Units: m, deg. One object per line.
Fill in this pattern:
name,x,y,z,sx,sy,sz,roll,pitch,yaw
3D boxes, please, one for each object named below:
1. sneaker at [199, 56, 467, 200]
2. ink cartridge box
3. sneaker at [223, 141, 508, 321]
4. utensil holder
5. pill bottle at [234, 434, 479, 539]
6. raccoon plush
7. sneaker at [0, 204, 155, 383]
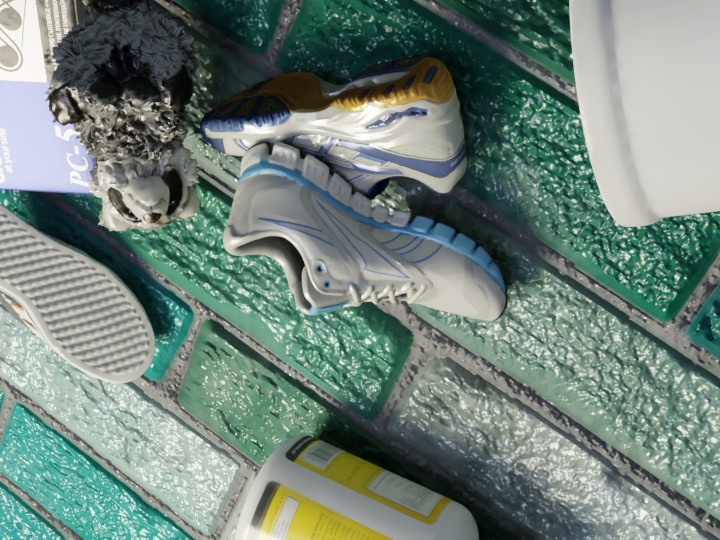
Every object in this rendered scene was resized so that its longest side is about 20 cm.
sneaker,-0.022,-0.082,0.726,0.198,0.075,0.089,2,128,35
ink cartridge box,-0.240,-0.155,0.788,0.092,0.044,0.202,3,123,3
sneaker,0.000,0.000,0.707,0.198,0.088,0.075,24,152,-5
utensil holder,0.220,-0.118,0.536,0.197,0.170,0.172,-6,106,27
pill bottle,0.016,0.206,0.787,0.198,0.112,0.113,22,117,19
raccoon plush,-0.148,-0.124,0.763,0.095,0.202,0.135,3,144,4
sneaker,-0.249,0.014,0.877,0.200,0.079,0.079,42,165,-8
